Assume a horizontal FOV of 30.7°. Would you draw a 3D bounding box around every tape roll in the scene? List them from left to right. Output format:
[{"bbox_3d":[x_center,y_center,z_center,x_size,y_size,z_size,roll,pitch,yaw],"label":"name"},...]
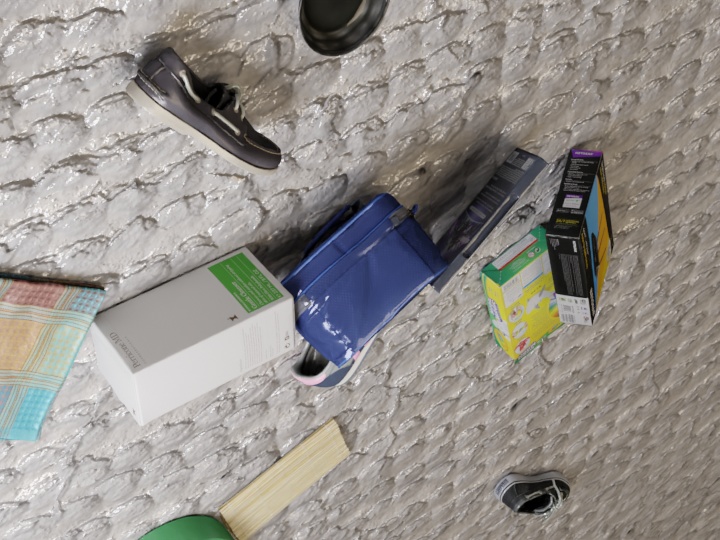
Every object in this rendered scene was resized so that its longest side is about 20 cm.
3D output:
[{"bbox_3d":[-0.247,0.414,1.723,0.199,0.048,0.202,-26,139,-26],"label":"tape roll"}]

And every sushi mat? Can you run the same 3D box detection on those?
[{"bbox_3d":[-0.101,0.287,1.779,0.199,0.012,0.096,-38,143,-12],"label":"sushi mat"}]

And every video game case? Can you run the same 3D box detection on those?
[{"bbox_3d":[0.148,-0.065,1.616,0.019,0.143,0.200,38,95,-10],"label":"video game case"}]

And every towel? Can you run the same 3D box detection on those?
[{"bbox_3d":[-0.357,0.095,1.346,0.146,0.022,0.201,8,117,-48],"label":"towel"}]

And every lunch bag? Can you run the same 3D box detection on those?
[{"bbox_3d":[0.000,0.000,1.502,0.200,0.132,0.136,-43,178,-7],"label":"lunch bag"}]

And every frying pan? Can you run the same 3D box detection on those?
[{"bbox_3d":[-0.022,-0.300,1.302,0.114,0.031,0.191,-30,137,-22],"label":"frying pan"}]

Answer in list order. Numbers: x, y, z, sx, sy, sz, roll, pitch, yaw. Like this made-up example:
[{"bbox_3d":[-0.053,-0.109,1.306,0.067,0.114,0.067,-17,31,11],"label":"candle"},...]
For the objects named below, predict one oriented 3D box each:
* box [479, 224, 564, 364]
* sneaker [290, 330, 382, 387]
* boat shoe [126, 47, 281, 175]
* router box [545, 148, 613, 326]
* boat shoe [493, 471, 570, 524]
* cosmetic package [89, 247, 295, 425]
[{"bbox_3d":[0.238,0.040,1.857,0.117,0.048,0.201,-36,140,-15],"label":"box"},{"bbox_3d":[-0.019,0.062,1.605,0.082,0.070,0.201,-1,122,-47],"label":"sneaker"},{"bbox_3d":[-0.137,-0.153,1.281,0.199,0.073,0.063,27,104,-47],"label":"boat shoe"},{"bbox_3d":[0.299,-0.043,1.778,0.201,0.051,0.150,70,34,-51],"label":"router box"},{"bbox_3d":[0.308,0.385,2.222,0.199,0.068,0.074,19,110,-51],"label":"boat shoe"},{"bbox_3d":[-0.180,0.070,1.425,0.199,0.108,0.085,-26,139,-27],"label":"cosmetic package"}]
